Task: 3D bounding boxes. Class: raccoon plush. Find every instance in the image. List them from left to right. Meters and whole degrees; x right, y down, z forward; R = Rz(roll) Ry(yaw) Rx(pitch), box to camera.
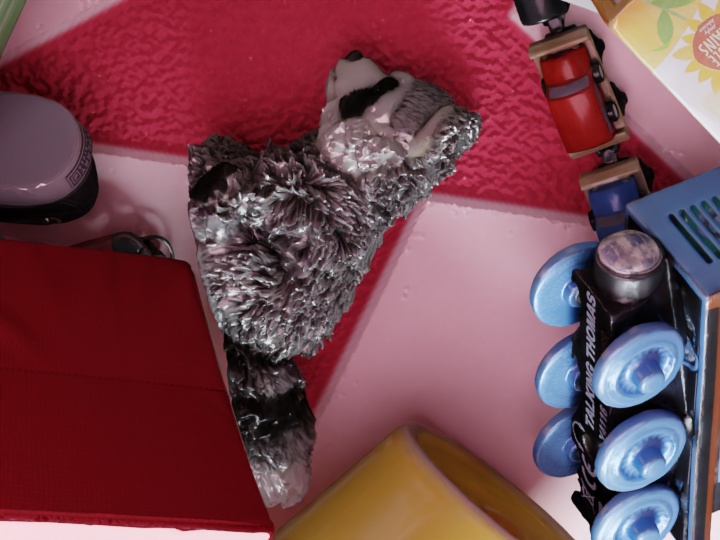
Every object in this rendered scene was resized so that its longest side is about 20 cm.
[{"bbox_3d":[0.000,0.000,1.214,0.133,0.097,0.201,-9,111,6],"label":"raccoon plush"}]

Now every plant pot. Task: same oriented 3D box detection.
[{"bbox_3d":[0.014,0.185,1.241,0.201,0.201,0.189,38,97,-8],"label":"plant pot"}]

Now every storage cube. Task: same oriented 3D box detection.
[{"bbox_3d":[-0.163,0.103,1.133,0.179,0.171,0.200,7,130,-27],"label":"storage cube"}]

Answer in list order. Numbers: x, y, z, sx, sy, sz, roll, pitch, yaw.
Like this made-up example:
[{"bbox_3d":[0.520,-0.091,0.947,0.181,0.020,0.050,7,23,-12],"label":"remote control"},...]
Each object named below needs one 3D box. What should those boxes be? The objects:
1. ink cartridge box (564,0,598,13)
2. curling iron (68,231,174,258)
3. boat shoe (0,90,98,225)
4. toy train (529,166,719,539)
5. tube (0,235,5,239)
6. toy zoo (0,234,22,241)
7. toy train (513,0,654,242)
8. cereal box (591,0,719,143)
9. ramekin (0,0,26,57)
[{"bbox_3d":[0.105,-0.188,1.080,0.199,0.088,0.146,17,117,-29],"label":"ink cartridge box"},{"bbox_3d":[-0.184,0.021,1.281,0.199,0.026,0.050,-14,112,13],"label":"curling iron"},{"bbox_3d":[-0.217,-0.059,1.234,0.199,0.069,0.057,13,158,15],"label":"boat shoe"},{"bbox_3d":[0.143,0.050,1.193,0.114,0.087,0.200,-21,137,-15],"label":"toy train"},{"bbox_3d":[-0.166,0.019,1.203,0.077,0.051,0.200,-18,137,28],"label":"tube"},{"bbox_3d":[-0.227,0.019,1.253,0.199,0.021,0.131,18,134,-12],"label":"toy zoo"},{"bbox_3d":[0.102,-0.078,1.191,0.034,0.046,0.201,-18,109,14],"label":"toy train"},{"bbox_3d":[0.212,-0.092,1.086,0.144,0.040,0.200,-42,116,11],"label":"cereal box"},{"bbox_3d":[-0.237,-0.142,1.138,0.199,0.098,0.200,20,153,11],"label":"ramekin"}]
